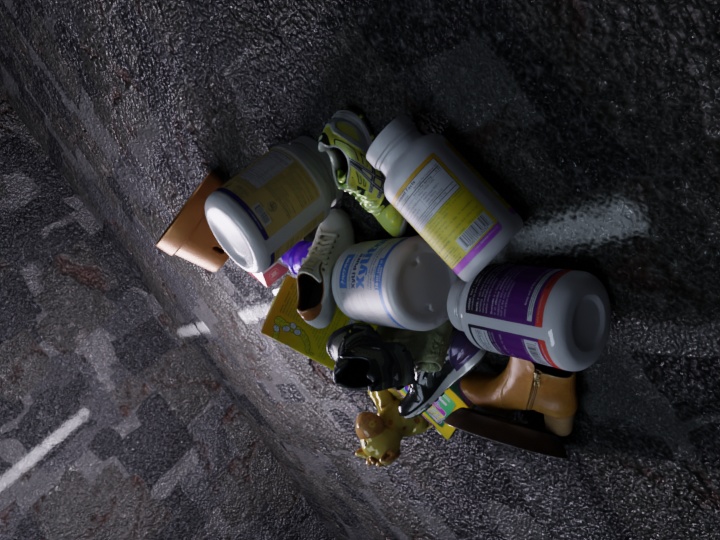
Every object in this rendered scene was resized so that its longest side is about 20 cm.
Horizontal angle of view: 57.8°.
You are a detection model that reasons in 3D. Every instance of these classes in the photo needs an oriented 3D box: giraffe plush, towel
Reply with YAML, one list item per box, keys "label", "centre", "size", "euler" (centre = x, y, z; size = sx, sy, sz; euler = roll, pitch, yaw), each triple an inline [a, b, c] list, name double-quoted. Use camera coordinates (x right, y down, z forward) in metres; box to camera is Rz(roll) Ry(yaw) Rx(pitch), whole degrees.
- label: "giraffe plush"
  centre: [0.054, 0.319, 1.348]
  size: [0.200, 0.161, 0.174]
  euler: [43, 154, 14]
- label: "towel"
  centre: [0.082, 0.097, 1.027]
  size: [0.036, 0.151, 0.198]
  euler: [35, 153, -22]

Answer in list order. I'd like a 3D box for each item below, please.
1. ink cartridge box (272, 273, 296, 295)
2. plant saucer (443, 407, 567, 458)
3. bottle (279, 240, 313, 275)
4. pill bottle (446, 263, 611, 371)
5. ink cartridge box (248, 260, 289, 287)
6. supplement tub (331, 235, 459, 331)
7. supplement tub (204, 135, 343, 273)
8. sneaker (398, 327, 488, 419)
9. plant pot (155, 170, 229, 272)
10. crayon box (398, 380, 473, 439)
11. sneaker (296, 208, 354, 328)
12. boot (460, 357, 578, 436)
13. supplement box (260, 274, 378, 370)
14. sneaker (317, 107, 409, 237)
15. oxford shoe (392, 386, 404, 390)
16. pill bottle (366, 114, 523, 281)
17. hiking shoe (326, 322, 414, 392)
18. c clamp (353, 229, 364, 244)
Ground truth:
- label: "ink cartridge box"
  centre: [-0.078, 0.091, 1.354]
  size: [0.202, 0.084, 0.144]
  euler: [54, 154, -10]
- label: "plant saucer"
  centre: [0.227, 0.249, 1.020]
  size: [0.194, 0.033, 0.200]
  euler: [14, 172, 2]
- label: "bottle"
  centre: [-0.077, -0.008, 1.191]
  size: [0.197, 0.065, 0.085]
  euler: [23, 142, 43]
- label: "pill bottle"
  centre: [0.201, 0.051, 0.811]
  size: [0.198, 0.112, 0.114]
  euler: [8, 133, 55]
- label: "ink cartridge box"
  centre: [-0.180, -0.083, 1.255]
  size: [0.067, 0.116, 0.203]
  euler: [30, 149, 35]
- label: "supplement tub"
  centre: [0.050, 0.019, 0.985]
  size: [0.134, 0.131, 0.198]
  euler: [57, 156, -15]
- label: "supplement tub"
  centre: [-0.136, -0.110, 1.050]
  size: [0.144, 0.199, 0.147]
  euler: [36, 151, 24]
- label: "sneaker"
  centre: [0.115, 0.152, 1.055]
  size: [0.087, 0.076, 0.201]
  euler: [43, 116, 3]
- label: "plant pot"
  centre: [-0.334, -0.095, 1.435]
  size: [0.139, 0.203, 0.199]
  euler: [37, 158, -16]
- label: "crayon box"
  centre: [0.122, 0.194, 1.194]
  size: [0.199, 0.058, 0.174]
  euler: [43, 152, 18]
- label: "sneaker"
  centre: [-0.060, -0.014, 1.069]
  size: [0.071, 0.206, 0.085]
  euler: [3, 163, 23]
- label: "boot"
  centre: [0.228, 0.153, 0.960]
  size: [0.198, 0.071, 0.147]
  euler: [19, 139, 37]
- label: "supplement box"
  centre: [-0.070, 0.102, 1.168]
  size: [0.196, 0.112, 0.109]
  euler: [28, 176, -7]
- label: "sneaker"
  centre: [0.002, -0.128, 0.943]
  size: [0.075, 0.076, 0.203]
  euler: [-3, 125, 57]
- label: "oxford shoe"
  centre: [0.045, 0.191, 1.172]
  size: [0.073, 0.071, 0.200]
  euler: [45, 153, 4]
- label: "pill bottle"
  centre: [0.098, -0.093, 0.799]
  size: [0.201, 0.104, 0.105]
  euler: [48, 155, 7]
- label: "hiking shoe"
  centre: [-0.009, 0.130, 0.977]
  size: [0.198, 0.098, 0.078]
  euler: [9, 107, 55]
- label: "c clamp"
  centre: [0.000, 0.000, 1.182]
  size: [0.200, 0.027, 0.172]
  euler: [46, 149, 14]
